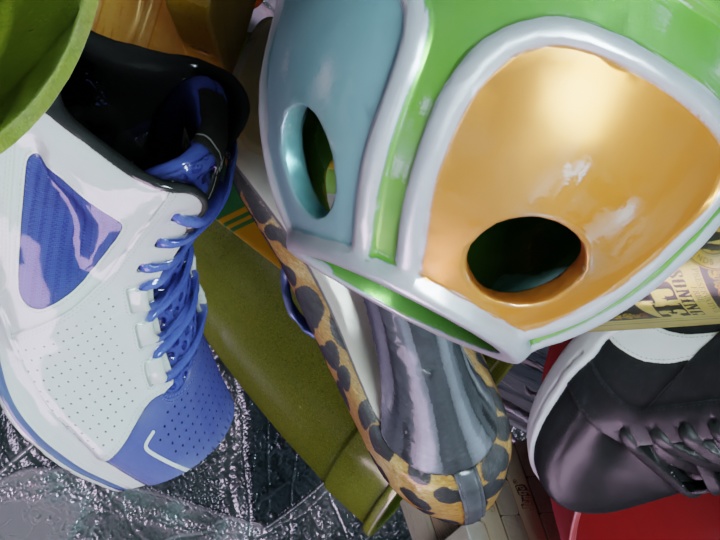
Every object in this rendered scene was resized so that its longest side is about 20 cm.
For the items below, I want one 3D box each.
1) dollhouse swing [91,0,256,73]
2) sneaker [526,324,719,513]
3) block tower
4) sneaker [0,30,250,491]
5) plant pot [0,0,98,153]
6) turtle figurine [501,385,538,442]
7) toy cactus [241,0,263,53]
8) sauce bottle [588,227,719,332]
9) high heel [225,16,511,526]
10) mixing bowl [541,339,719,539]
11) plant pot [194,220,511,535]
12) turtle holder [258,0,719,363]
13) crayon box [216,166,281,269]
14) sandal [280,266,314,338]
[{"bbox_3d":[-0.153,-0.092,0.776,0.199,0.176,0.182,20,175,2],"label":"dollhouse swing"},{"bbox_3d":[0.131,0.053,0.690,0.073,0.112,0.200,34,128,-28],"label":"sneaker"},{"bbox_3d":[0.112,0.110,0.953,0.199,0.058,0.054,0,147,-33],"label":"block tower"},{"bbox_3d":[-0.083,-0.010,0.746,0.115,0.081,0.200,-11,125,28],"label":"sneaker"},{"bbox_3d":[-0.214,-0.101,0.653,0.200,0.201,0.193,30,151,-34],"label":"plant pot"},{"bbox_3d":[0.126,0.023,0.985,0.200,0.150,0.100,21,163,-40],"label":"turtle figurine"},{"bbox_3d":[-0.121,-0.130,0.943,0.199,0.103,0.165,20,-173,-17],"label":"toy cactus"},{"bbox_3d":[0.115,-0.017,0.657,0.199,0.066,0.066,-8,153,37],"label":"sauce bottle"},{"bbox_3d":[0.000,0.000,0.816,0.200,0.071,0.143,-116,7,-48],"label":"high heel"},{"bbox_3d":[0.150,0.048,0.874,0.200,0.200,0.108,31,-163,-42],"label":"mixing bowl"},{"bbox_3d":[-0.007,0.019,1.274,0.193,0.201,0.200,38,177,7],"label":"plant pot"},{"bbox_3d":[0.026,-0.054,0.607,0.185,0.132,0.141,23,175,37],"label":"turtle holder"},{"bbox_3d":[0.001,-0.030,1.078,0.127,0.051,0.200,8,-167,-28],"label":"crayon box"},{"bbox_3d":[0.018,-0.032,0.877,0.079,0.087,0.200,28,145,1],"label":"sandal"}]
